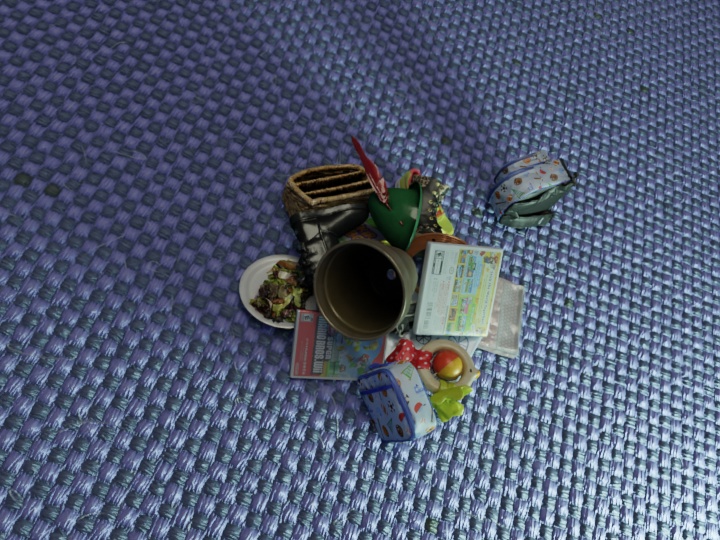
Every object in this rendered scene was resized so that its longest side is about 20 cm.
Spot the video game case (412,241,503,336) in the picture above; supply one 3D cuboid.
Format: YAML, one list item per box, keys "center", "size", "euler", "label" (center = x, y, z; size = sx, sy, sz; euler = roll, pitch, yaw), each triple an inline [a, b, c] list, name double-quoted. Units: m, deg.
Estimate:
- center: [0.210, 0.043, 1.489]
  size: [0.181, 0.023, 0.201]
  euler: [4, 102, -22]
  label: "video game case"

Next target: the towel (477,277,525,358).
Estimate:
- center: [0.294, 0.091, 1.631]
  size: [0.190, 0.032, 0.201]
  euler: [19, 58, -8]
  label: "towel"

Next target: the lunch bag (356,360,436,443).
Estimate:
- center: [0.064, 0.257, 1.370]
  size: [0.075, 0.200, 0.161]
  euler: [-22, 85, -25]
  label: "lunch bag"

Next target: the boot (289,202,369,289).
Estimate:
- center: [-0.052, -0.053, 1.491]
  size: [0.197, 0.073, 0.163]
  euler: [-11, 74, -23]
  label: "boot"

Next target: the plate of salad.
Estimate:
- center: [-0.158, 0.036, 1.479]
  size: [0.199, 0.048, 0.201]
  euler: [8, 49, -9]
  label: "plate of salad"

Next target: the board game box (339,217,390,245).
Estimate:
- center: [-0.025, -0.072, 1.583]
  size: [0.199, 0.030, 0.096]
  euler: [-13, 41, -22]
  label: "board game box"

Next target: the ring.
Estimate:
- center: [0.173, -0.002, 1.548]
  size: [0.200, 0.201, 0.019]
  euler: [25, 37, -4]
  label: "ring"

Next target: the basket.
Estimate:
- center: [-0.068, -0.189, 1.587]
  size: [0.199, 0.149, 0.143]
  euler: [-14, 68, -23]
  label: "basket"

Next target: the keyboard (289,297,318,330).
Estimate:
- center: [-0.064, 0.094, 1.512]
  size: [0.104, 0.040, 0.200]
  euler: [38, 52, 19]
  label: "keyboard"

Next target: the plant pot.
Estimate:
- center: [0.031, 0.025, 1.402]
  size: [0.200, 0.200, 0.173]
  euler: [48, 26, 9]
  label: "plant pot"

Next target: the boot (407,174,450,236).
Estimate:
- center: [0.166, -0.130, 1.589]
  size: [0.199, 0.073, 0.151]
  euler: [21, 82, 34]
  label: "boot"

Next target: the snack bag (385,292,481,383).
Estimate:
- center: [0.149, 0.163, 1.534]
  size: [0.199, 0.021, 0.189]
  euler: [30, 66, 7]
  label: "snack bag"

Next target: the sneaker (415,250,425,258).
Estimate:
- center: [0.201, -0.016, 1.614]
  size: [0.199, 0.074, 0.081]
  euler: [20, 63, 16]
  label: "sneaker"

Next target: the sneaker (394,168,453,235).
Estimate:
- center: [0.161, -0.162, 1.684]
  size: [0.078, 0.090, 0.200]
  euler: [-32, 78, -31]
  label: "sneaker"

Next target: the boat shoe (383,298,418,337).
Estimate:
- center: [0.091, 0.109, 1.501]
  size: [0.199, 0.073, 0.062]
  euler: [-16, 64, -18]
  label: "boat shoe"

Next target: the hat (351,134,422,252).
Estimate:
- center: [0.024, -0.142, 1.491]
  size: [0.175, 0.166, 0.201]
  euler: [15, 65, -14]
  label: "hat"

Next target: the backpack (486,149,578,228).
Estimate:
- center: [0.417, -0.202, 1.741]
  size: [0.190, 0.200, 0.154]
  euler: [-24, 68, -21]
  label: "backpack"

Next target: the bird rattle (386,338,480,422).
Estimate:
- center: [0.161, 0.214, 1.469]
  size: [0.163, 0.113, 0.200]
  euler: [-29, 59, -30]
  label: "bird rattle"

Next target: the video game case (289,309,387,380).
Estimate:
- center: [-0.043, 0.158, 1.443]
  size: [0.199, 0.017, 0.144]
  euler: [5, 98, -16]
  label: "video game case"
